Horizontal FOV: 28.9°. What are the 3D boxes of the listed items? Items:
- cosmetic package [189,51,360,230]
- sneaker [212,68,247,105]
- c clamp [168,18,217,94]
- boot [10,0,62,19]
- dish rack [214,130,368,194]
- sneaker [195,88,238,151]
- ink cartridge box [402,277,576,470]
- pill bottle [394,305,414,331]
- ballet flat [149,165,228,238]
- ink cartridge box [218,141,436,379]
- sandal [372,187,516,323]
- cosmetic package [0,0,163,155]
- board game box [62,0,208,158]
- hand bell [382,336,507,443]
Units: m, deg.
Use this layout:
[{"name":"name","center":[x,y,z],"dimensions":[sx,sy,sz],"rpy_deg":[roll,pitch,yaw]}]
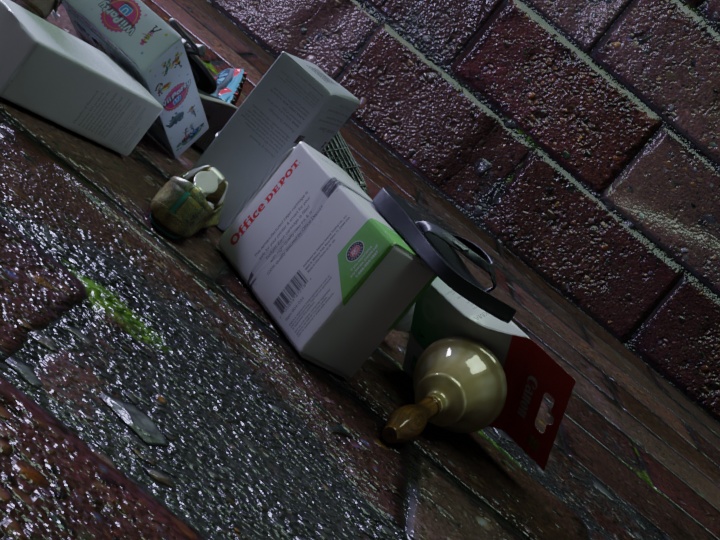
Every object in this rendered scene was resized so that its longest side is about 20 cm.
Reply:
[{"name":"cosmetic package","center":[-0.104,-0.142,1.581],"dimensions":[0.081,0.200,0.113],"rpy_deg":[41,13,12]},{"name":"sneaker","center":[-0.221,-0.259,1.993],"dimensions":[0.095,0.079,0.200],"rpy_deg":[25,19,-8]},{"name":"c clamp","center":[-0.271,-0.291,1.846],"dimensions":[0.200,0.027,0.171],"rpy_deg":[12,-22,35]},{"name":"boot","center":[-0.361,-0.309,1.521],"dimensions":[0.070,0.146,0.200],"rpy_deg":[32,10,-28]},{"name":"dish rack","center":[-0.074,-0.123,1.727],"dimensions":[0.200,0.054,0.154],"rpy_deg":[-16,79,-55]},{"name":"sneaker","center":[-0.226,-0.221,1.846],"dimensions":[0.200,0.075,0.106],"rpy_deg":[28,15,-46]},{"name":"ink cartridge box","center":[0.131,0.111,1.498],"dimensions":[0.050,0.161,0.200],"rpy_deg":[-25,55,-28]},{"name":"pill bottle","center":[0.000,0.000,1.590],"dimensions":[0.200,0.112,0.112],"rpy_deg":[29,14,-45]},{"name":"ballet flat","center":[-0.169,-0.078,1.445],"dimensions":[0.071,0.071,0.200],"rpy_deg":[39,10,-4]},{"name":"ink cartridge box","center":[-0.037,-0.013,1.410],"dimensions":[0.084,0.146,0.200],"rpy_deg":[30,14,-45]},{"name":"sandal","center":[0.082,-0.024,1.349],"dimensions":[0.200,0.043,0.076],"rpy_deg":[48,11,33]},{"name":"cosmetic package","center":[-0.310,-0.200,1.449],"dimensions":[0.101,0.071,0.200],"rpy_deg":[45,10,32]},{"name":"board game box","center":[-0.259,-0.240,1.628],"dimensions":[0.148,0.064,0.200],"rpy_deg":[42,-14,19]},{"name":"hand bell","center":[0.067,0.135,1.376],"dimensions":[0.104,0.104,0.200],"rpy_deg":[42,21,11]}]
